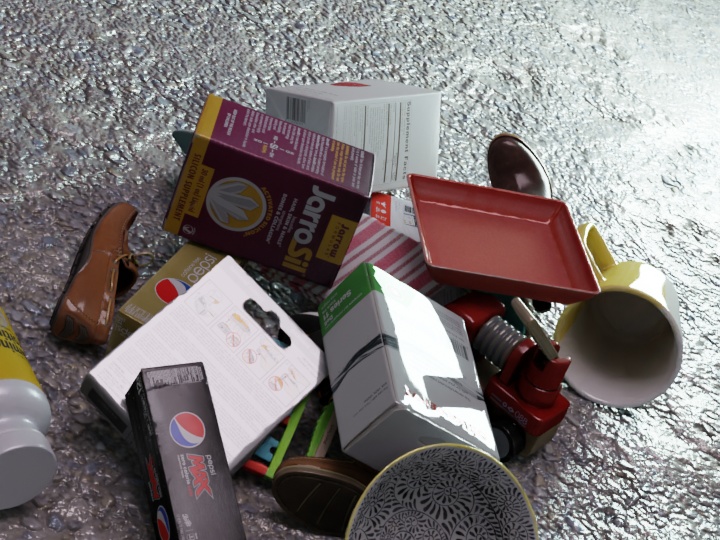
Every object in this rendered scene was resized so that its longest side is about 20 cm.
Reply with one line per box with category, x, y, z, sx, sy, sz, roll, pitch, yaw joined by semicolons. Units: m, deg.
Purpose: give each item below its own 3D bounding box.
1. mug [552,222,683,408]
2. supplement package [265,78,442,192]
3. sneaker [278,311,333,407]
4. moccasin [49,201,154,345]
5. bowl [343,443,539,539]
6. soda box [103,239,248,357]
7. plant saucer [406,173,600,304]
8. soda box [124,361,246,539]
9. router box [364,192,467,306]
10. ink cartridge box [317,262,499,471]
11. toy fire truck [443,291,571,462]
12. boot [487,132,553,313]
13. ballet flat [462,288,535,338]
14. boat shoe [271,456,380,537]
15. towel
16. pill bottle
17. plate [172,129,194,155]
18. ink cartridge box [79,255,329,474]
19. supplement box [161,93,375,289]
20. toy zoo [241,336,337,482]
mug;0.314;0.045;1.832;0.148;0.188;0.153;8;23;15
supplement package;-0.009;-0.166;1.925;0.121;0.121;0.199;16;19;41
sneaker;-0.019;0.118;1.633;0.200;0.070;0.090;37;34;17
moccasin;-0.265;0.002;1.649;0.077;0.074;0.202;23;33;-10
bowl;0.057;0.260;1.441;0.199;0.203;0.094;5;-5;-23
soda box;-0.191;0.034;1.651;0.064;0.068;0.200;28;35;8
plant saucer;0.151;-0.030;1.740;0.198;0.037;0.201;9;31;-12
soda box;-0.156;0.188;1.402;0.063;0.071;0.202;-6;68;-25
router box;0.087;0.002;1.863;0.178;0.049;0.201;15;36;-10
ink cartridge box;0.045;0.110;1.532;0.146;0.083;0.201;31;29;-31
toy fire truck;0.147;0.082;1.658;0.176;0.201;0.128;40;38;24
boot;0.201;-0.061;1.890;0.072;0.202;0.166;-18;12;14
ballet flat;0.150;0.005;1.789;0.064;0.076;0.200;-3;44;-43
boat shoe;0.002;0.217;1.522;0.199;0.072;0.068;22;34;-22
towel;0.000;0.000;1.763;0.199;0.030;0.146;28;49;35
pill bottle;-0.348;0.116;1.419;0.111;0.113;0.200;-6;44;-34
plate;-0.133;-0.111;1.826;0.199;0.026;0.200;24;-7;3
ink cartridge box;-0.146;0.107;1.515;0.163;0.057;0.200;45;53;4
supplement box;-0.099;-0.085;1.692;0.198;0.132;0.104;19;31;-7
toy zoo;-0.117;0.123;1.541;0.199;0.020;0.132;25;71;-4
